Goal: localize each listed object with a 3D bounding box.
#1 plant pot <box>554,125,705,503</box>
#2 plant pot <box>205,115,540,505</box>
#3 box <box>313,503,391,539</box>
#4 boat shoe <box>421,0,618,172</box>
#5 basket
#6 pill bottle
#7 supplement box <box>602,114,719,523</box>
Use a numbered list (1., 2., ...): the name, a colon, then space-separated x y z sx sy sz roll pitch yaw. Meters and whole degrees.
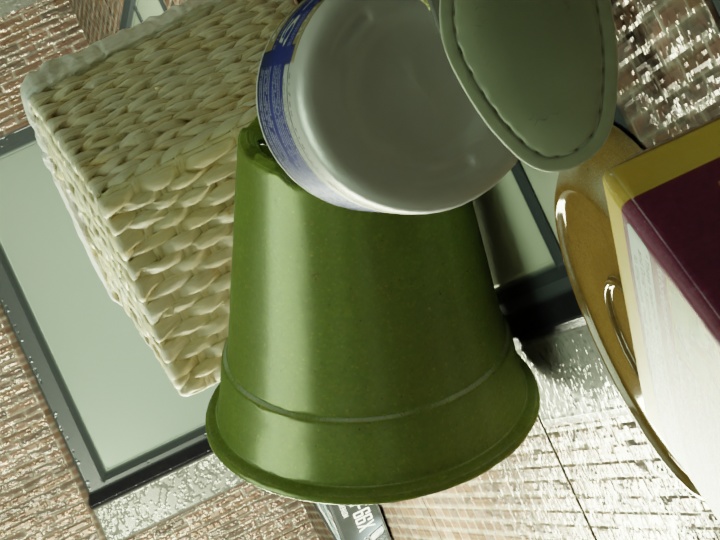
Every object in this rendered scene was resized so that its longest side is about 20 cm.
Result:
1. plant pot: 0.136 0.028 1.200 0.200 0.027 0.201 156 90 -81
2. plant pot: 0.000 0.000 1.519 0.200 0.199 0.191 -128 28 -57
3. box: -0.038 0.176 2.614 0.158 0.050 0.200 54 167 53
4. boat shoe: 0.056 -0.132 1.106 0.061 0.071 0.202 87 164 -79
5. basket: -0.093 -0.058 1.765 0.161 0.199 0.199 56 168 51
6. pill bottle: 0.010 -0.089 1.319 0.120 0.119 0.200 66 171 -6
7. supplement box: 0.168 0.051 0.803 0.131 0.103 0.200 75 168 -48
